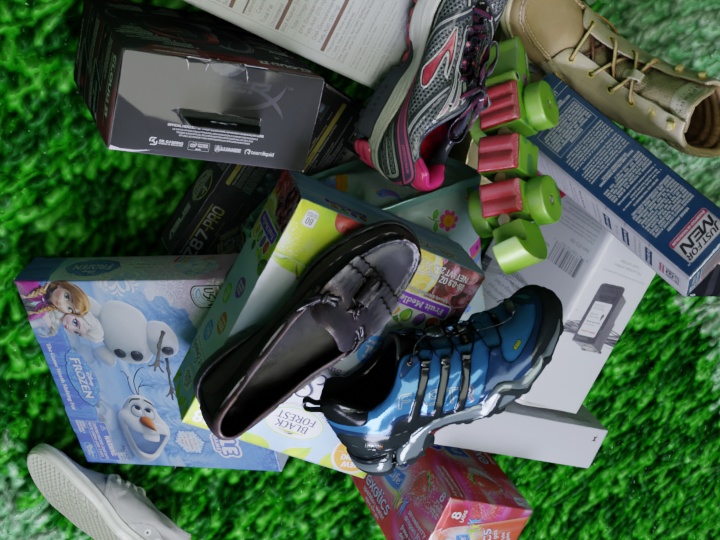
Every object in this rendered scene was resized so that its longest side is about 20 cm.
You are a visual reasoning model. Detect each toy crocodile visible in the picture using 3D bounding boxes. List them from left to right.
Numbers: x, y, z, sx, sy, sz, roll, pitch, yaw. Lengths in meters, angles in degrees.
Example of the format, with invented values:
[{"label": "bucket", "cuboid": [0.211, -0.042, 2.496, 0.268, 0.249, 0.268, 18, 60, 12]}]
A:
[{"label": "toy crocodile", "cuboid": [0.116, -0.092, 0.844, 0.062, 0.067, 0.201, 25, 60, -54]}]

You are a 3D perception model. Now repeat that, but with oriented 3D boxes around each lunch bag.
[{"label": "lunch bag", "cuboid": [0.000, 0.000, 0.922, 0.199, 0.122, 0.171, -22, 125, -21]}]

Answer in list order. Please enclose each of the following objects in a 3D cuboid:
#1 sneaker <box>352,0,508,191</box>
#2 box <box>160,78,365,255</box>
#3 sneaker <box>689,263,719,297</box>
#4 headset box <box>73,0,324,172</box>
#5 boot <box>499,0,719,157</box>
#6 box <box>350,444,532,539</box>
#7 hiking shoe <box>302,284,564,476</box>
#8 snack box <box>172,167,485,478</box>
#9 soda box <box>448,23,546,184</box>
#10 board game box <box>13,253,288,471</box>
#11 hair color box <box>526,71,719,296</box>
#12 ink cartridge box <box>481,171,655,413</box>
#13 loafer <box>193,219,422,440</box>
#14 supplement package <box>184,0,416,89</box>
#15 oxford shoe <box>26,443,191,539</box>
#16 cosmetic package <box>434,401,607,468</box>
[{"label": "sneaker", "cuboid": [0.074, -0.156, 0.826, 0.080, 0.075, 0.201, 6, 115, -49]}, {"label": "box", "cuboid": [-0.058, -0.068, 0.961, 0.161, 0.049, 0.201, 28, 102, -34]}, {"label": "sneaker", "cuboid": [0.385, -0.003, 1.184, 0.200, 0.072, 0.083, 31, 124, -31]}, {"label": "headset box", "cuboid": [-0.125, -0.140, 0.806, 0.148, 0.200, 0.075, 4, 113, -25]}, {"label": "boot", "cuboid": [0.215, -0.167, 0.889, 0.073, 0.155, 0.200, -54, 134, 1]}, {"label": "box", "cuboid": [0.068, 0.207, 1.057, 0.099, 0.200, 0.096, 15, 109, -28]}, {"label": "hiking shoe", "cuboid": [0.061, 0.071, 0.792, 0.200, 0.074, 0.087, -38, 125, 1]}, {"label": "snack box", "cuboid": [-0.026, 0.046, 0.832, 0.168, 0.068, 0.201, 21, 110, -25]}, {"label": "soda box", "cuboid": [0.130, -0.177, 0.979, 0.067, 0.064, 0.201, 5, 111, -25]}, {"label": "board game box", "cuboid": [-0.173, 0.081, 0.922, 0.198, 0.043, 0.201, -2, 122, 19]}, {"label": "hair color box", "cuboid": [0.218, -0.071, 0.903, 0.061, 0.200, 0.100, -47, 163, 4]}, {"label": "ink cartridge box", "cuboid": [0.188, 0.016, 1.048, 0.083, 0.145, 0.201, 17, 107, -34]}, {"label": "loafer", "cuboid": [-0.031, 0.048, 0.756, 0.200, 0.063, 0.072, -40, 118, 6]}, {"label": "supplement package", "cuboid": [-0.044, -0.237, 0.843, 0.199, 0.117, 0.118, 20, 107, -29]}, {"label": "oxford shoe", "cuboid": [-0.236, 0.224, 1.025, 0.200, 0.075, 0.058, 48, 51, -25]}, {"label": "cosmetic package", "cuboid": [0.125, 0.123, 1.071, 0.199, 0.151, 0.052, 14, 108, -27]}]
